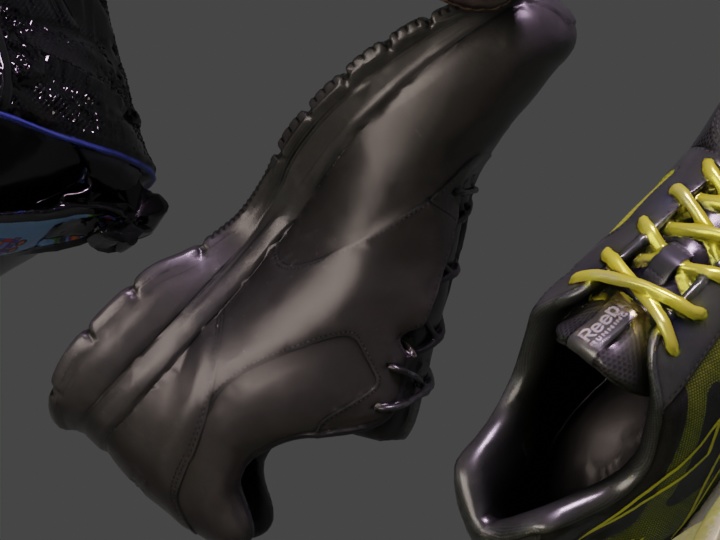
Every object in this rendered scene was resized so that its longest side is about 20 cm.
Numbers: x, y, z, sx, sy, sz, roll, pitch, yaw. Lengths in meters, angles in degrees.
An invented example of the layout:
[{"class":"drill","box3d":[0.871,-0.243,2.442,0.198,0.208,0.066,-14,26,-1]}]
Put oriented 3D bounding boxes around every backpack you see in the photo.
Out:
[{"class":"backpack","box3d":[-0.190,-0.053,0.849,0.182,0.200,0.135,-25,69,28]}]

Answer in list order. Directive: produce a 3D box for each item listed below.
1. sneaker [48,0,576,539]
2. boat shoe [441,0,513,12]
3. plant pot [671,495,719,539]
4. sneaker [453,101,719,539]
[{"class":"sneaker","box3d":[0.000,0.000,0.803,0.091,0.076,0.200,46,105,9]},{"class":"boat shoe","box3d":[0.006,-0.139,0.808,0.074,0.073,0.200,-35,50,1]},{"class":"plant pot","box3d":[0.071,0.160,0.669,0.184,0.200,0.201,-22,70,41]},{"class":"sneaker","box3d":[0.097,0.008,0.723,0.074,0.085,0.201,34,101,31]}]
